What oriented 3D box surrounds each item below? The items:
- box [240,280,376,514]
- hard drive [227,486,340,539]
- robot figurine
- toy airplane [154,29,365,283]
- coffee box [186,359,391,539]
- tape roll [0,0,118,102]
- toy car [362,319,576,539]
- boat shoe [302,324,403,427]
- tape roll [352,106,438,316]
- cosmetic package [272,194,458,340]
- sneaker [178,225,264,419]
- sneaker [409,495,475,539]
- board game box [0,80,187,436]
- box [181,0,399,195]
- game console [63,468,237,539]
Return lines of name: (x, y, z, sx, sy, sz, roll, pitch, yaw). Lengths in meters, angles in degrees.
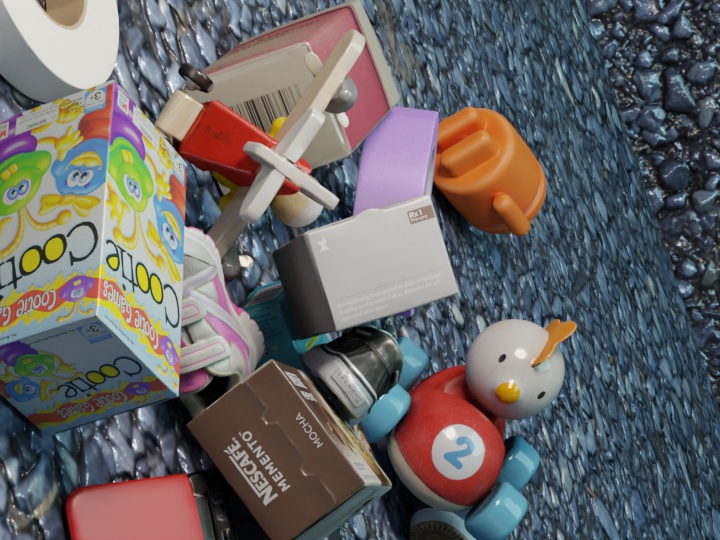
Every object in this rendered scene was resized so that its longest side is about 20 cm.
box: (-0.045, 0.111, 1.717, 0.082, 0.049, 0.200, -54, 125, -67)
hard drive: (-0.045, 0.249, 1.615, 0.200, 0.033, 0.140, 68, 19, -7)
robot figurine: (0.151, -0.118, 2.364, 0.117, 0.144, 0.200, -62, 146, -13)
toy airplane: (-0.072, -0.079, 1.570, 0.141, 0.200, 0.199, 39, 38, -39)
coffee box: (-0.048, 0.137, 1.470, 0.113, 0.080, 0.200, 53, 2, 10)
tape roll: (-0.242, -0.223, 1.461, 0.203, 0.037, 0.203, -17, 90, -72)
toy car: (0.126, 0.117, 1.875, 0.184, 0.200, 0.177, 41, 25, -7)
boat shoe: (0.003, 0.081, 1.595, 0.072, 0.071, 0.200, 55, -5, -5)
tape roll: (0.032, -0.058, 1.924, 0.200, 0.066, 0.201, 8, 90, -87)
cosmetic package: (0.000, 0.000, 1.580, 0.200, 0.107, 0.090, 176, -103, -81)
sneaker: (-0.130, 0.042, 1.486, 0.088, 0.081, 0.200, -91, 155, -43)
sneaker: (0.112, 0.264, 2.002, 0.200, 0.070, 0.109, 52, 30, -41)
board game box: (-0.187, -0.009, 1.331, 0.103, 0.105, 0.200, 52, 28, -46)
box: (-0.059, -0.158, 1.783, 0.200, 0.128, 0.109, -55, 125, -68)
game console: (-0.136, 0.250, 1.394, 0.172, 0.118, 0.200, 125, -47, -74)
